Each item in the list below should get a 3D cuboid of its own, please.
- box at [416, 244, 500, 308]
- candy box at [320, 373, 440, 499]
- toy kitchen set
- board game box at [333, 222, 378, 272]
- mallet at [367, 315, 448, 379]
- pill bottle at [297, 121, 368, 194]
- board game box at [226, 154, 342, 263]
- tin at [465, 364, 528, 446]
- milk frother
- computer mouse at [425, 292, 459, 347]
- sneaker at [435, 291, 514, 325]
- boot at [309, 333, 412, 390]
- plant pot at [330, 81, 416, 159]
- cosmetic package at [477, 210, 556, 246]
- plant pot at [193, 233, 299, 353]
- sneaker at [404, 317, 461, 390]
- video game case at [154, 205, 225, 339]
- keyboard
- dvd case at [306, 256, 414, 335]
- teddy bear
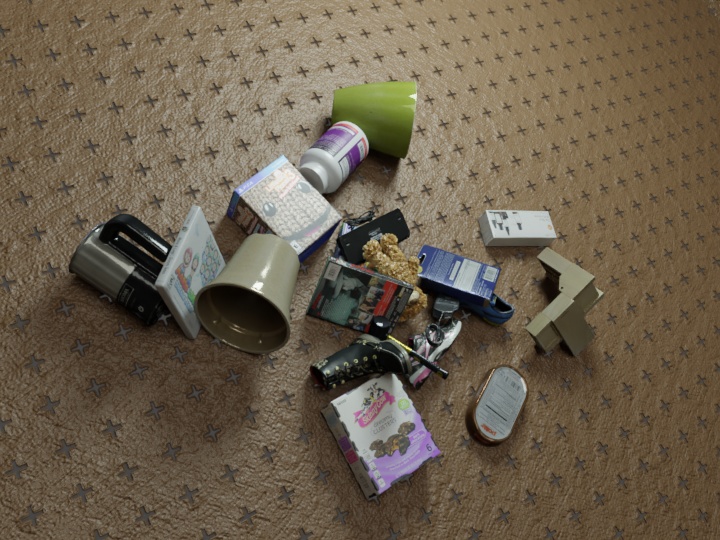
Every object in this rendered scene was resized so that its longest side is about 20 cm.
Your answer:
[{"bbox_3d":[0.222,0.010,1.604,0.197,0.033,0.122,20,43,12],"label":"box"},{"bbox_3d":[0.040,0.329,1.387,0.166,0.072,0.202,-23,76,-30],"label":"candy box"},{"bbox_3d":[0.485,0.096,1.701,0.200,0.180,0.163,-44,128,-1],"label":"toy kitchen set"},{"bbox_3d":[0.000,0.000,1.555,0.133,0.035,0.203,20,59,-13],"label":"board game box"},{"bbox_3d":[0.103,0.163,1.445,0.198,0.067,0.041,26,37,21],"label":"mallet"},{"bbox_3d":[-0.069,-0.259,1.597,0.112,0.113,0.200,39,49,0],"label":"pill bottle"},{"bbox_3d":[-0.169,-0.124,1.511,0.200,0.097,0.159,45,57,3],"label":"board game box"},{"bbox_3d":[0.311,0.301,1.535,0.111,0.042,0.201,35,57,2],"label":"tin"},{"bbox_3d":[-0.430,-0.025,1.350,0.187,0.182,0.200,35,14,-3],"label":"milk frother"},{"bbox_3d":[0.181,0.114,1.518,0.058,0.035,0.201,11,33,14],"label":"computer mouse"},{"bbox_3d":[0.274,0.062,1.615,0.198,0.079,0.067,26,60,-6],"label":"sneaker"},{"bbox_3d":[0.000,0.198,1.376,0.152,0.203,0.075,-26,108,-26],"label":"boot"},{"bbox_3d":[0.026,-0.385,1.690,0.196,0.188,0.190,6,62,-4],"label":"plant pot"},{"bbox_3d":[0.410,-0.110,1.771,0.197,0.051,0.084,-2,67,-23],"label":"cosmetic package"},{"bbox_3d":[-0.211,0.032,1.377,0.198,0.201,0.185,26,47,-8],"label":"plant pot"},{"bbox_3d":[0.152,0.164,1.516,0.086,0.081,0.200,37,51,11],"label":"sneaker"},{"bbox_3d":[-0.326,0.007,1.327,0.023,0.201,0.184,9,58,12],"label":"video game case"},{"bbox_3d":[0.023,-0.088,1.579,0.198,0.039,0.106,-27,99,-33],"label":"keyboard"},{"bbox_3d":[-0.001,0.062,1.467,0.197,0.147,0.022,17,29,-13],"label":"dvd case"},{"bbox_3d":[0.081,0.012,1.525,0.143,0.067,0.203,-2,72,-37],"label":"teddy bear"}]
